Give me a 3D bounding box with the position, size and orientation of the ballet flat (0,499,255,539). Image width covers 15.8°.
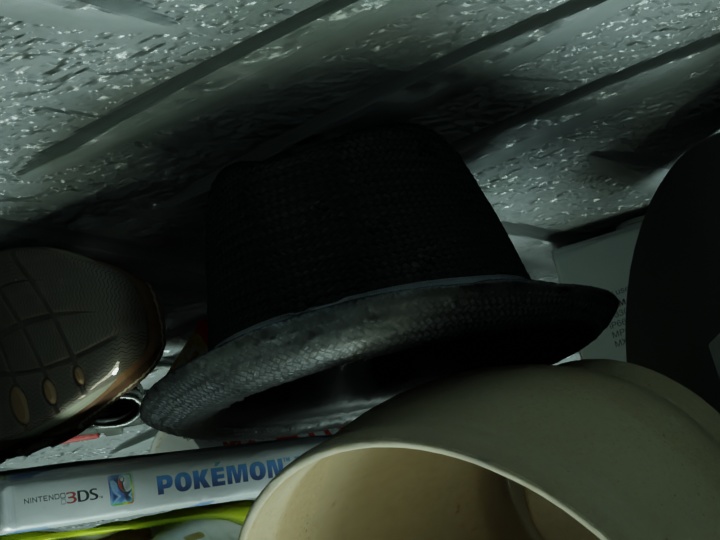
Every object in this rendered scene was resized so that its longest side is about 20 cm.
[{"bbox_3d":[-0.097,0.129,1.018,0.199,0.067,0.067,-4,175,-11],"label":"ballet flat"}]

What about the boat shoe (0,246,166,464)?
[{"bbox_3d":[-0.134,0.037,1.033,0.072,0.076,0.200,2,167,-40],"label":"boat shoe"}]

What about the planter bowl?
[{"bbox_3d":[0.071,0.114,0.945,0.200,0.201,0.135,-29,-171,43],"label":"planter bowl"}]

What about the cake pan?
[{"bbox_3d":[0.161,0.032,0.990,0.037,0.201,0.200,-4,161,-25],"label":"cake pan"}]

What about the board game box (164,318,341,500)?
[{"bbox_3d":[0.021,0.107,1.144,0.151,0.200,0.046,6,126,-47],"label":"board game box"}]

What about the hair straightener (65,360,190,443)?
[{"bbox_3d":[-0.149,0.070,1.168,0.199,0.041,0.077,0,160,-34],"label":"hair straightener"}]

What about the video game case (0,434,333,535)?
[{"bbox_3d":[-0.131,0.091,1.062,0.182,0.022,0.199,-4,177,-44],"label":"video game case"}]

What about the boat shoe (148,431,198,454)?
[{"bbox_3d":[-0.028,0.116,1.215,0.199,0.071,0.069,26,-178,29],"label":"boat shoe"}]

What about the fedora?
[{"bbox_3d":[0.000,0.000,0.960,0.200,0.092,0.201,-13,170,-2],"label":"fedora"}]

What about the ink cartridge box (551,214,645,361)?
[{"bbox_3d":[0.187,0.075,1.152,0.144,0.201,0.145,-18,163,11],"label":"ink cartridge box"}]
